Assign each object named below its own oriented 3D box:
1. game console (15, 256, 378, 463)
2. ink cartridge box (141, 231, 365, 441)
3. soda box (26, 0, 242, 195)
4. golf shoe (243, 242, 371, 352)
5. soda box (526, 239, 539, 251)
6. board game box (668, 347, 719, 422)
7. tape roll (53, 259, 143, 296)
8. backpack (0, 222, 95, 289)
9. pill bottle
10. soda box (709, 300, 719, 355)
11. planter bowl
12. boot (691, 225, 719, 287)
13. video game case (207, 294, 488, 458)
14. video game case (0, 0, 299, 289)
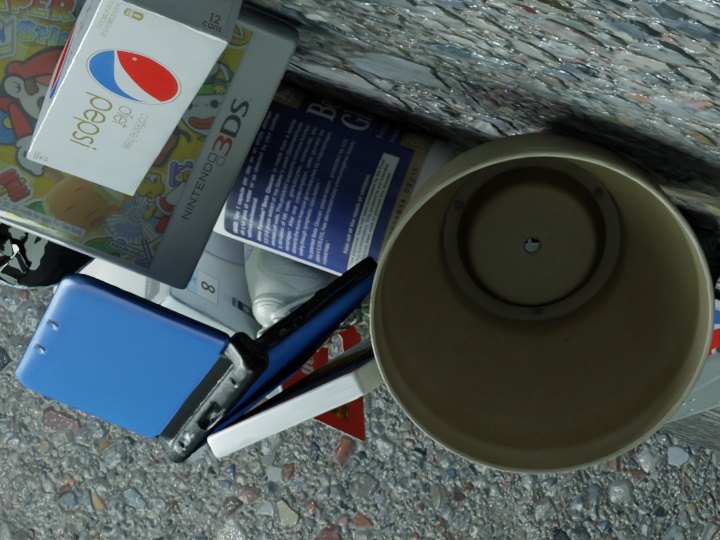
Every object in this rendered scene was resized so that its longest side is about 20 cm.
[{"bbox_3d":[-0.106,0.035,1.260,0.119,0.170,0.200,51,152,4],"label":"game console"},{"bbox_3d":[-0.067,0.021,1.468,0.199,0.047,0.161,28,-146,-23],"label":"ink cartridge box"},{"bbox_3d":[-0.119,-0.114,1.052,0.068,0.064,0.200,20,154,-13],"label":"soda box"},{"bbox_3d":[0.000,0.000,1.438,0.199,0.098,0.078,-5,156,-45],"label":"golf shoe"},{"bbox_3d":[0.108,-0.018,1.539,0.068,0.064,0.199,15,173,43],"label":"soda box"},{"bbox_3d":[0.265,0.068,1.432,0.198,0.026,0.200,-19,164,11],"label":"board game box"},{"bbox_3d":[-0.146,-0.031,1.642,0.201,0.141,0.203,10,-167,-2],"label":"tape roll"},{"bbox_3d":[-0.196,-0.085,1.255,0.162,0.201,0.154,24,-170,-26],"label":"backpack"},{"bbox_3d":[-0.044,-0.066,1.355,0.198,0.112,0.111,19,175,6],"label":"pill bottle"},{"bbox_3d":[0.261,0.053,1.604,0.199,0.064,0.068,18,174,29],"label":"soda box"},{"bbox_3d":[0.107,0.002,1.198,0.199,0.202,0.135,20,-158,-6],"label":"planter bowl"},{"bbox_3d":[0.180,-0.014,1.373,0.131,0.070,0.200,24,168,16],"label":"boot"},{"bbox_3d":[0.007,0.059,1.300,0.142,0.018,0.200,-26,-178,40],"label":"video game case"},{"bbox_3d":[-0.161,-0.098,1.167,0.198,0.183,0.023,21,-154,-12],"label":"video game case"}]
